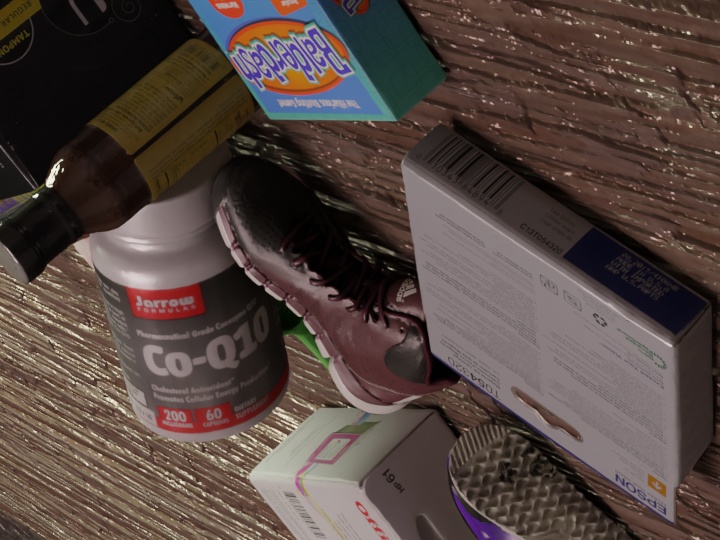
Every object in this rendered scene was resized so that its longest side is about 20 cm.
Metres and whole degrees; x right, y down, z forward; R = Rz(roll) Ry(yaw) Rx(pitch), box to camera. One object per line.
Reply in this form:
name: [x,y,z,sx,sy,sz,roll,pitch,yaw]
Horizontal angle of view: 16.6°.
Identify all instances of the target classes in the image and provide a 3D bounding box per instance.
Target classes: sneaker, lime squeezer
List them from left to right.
lime squeezer: [-0.070,0.018,1.741,0.200,0.038,0.071,46,156,-1]
sneaker: [0.000,0.000,1.553,0.115,0.076,0.200,-14,120,52]
sneaker: [0.129,0.185,1.624,0.200,0.070,0.100,51,166,3]

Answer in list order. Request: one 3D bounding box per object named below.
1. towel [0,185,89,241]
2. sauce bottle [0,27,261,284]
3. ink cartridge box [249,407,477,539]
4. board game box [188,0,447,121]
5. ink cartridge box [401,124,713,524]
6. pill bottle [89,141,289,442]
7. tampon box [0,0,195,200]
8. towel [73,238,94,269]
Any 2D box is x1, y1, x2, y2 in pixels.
towel: [-0.212,-0.045,1.728,0.200,0.143,0.023,-20,76,51]
sauce bottle: [-0.143,-0.070,1.501,0.065,0.200,0.065,42,159,21]
ink cartridge box: [0.025,0.178,1.776,0.145,0.085,0.200,53,160,-14]
board game box: [-0.055,-0.173,1.363,0.200,0.045,0.152,55,158,-20]
ink cartridge box: [0.114,0.032,1.404,0.196,0.043,0.200,35,158,26]
pill bottle: [-0.117,0.006,1.640,0.114,0.114,0.200,30,144,39]
tampon box: [-0.226,-0.138,1.612,0.126,0.150,0.200,53,158,-14]
towel: [-0.214,-0.071,1.875,0.200,0.032,0.191,48,160,1]
